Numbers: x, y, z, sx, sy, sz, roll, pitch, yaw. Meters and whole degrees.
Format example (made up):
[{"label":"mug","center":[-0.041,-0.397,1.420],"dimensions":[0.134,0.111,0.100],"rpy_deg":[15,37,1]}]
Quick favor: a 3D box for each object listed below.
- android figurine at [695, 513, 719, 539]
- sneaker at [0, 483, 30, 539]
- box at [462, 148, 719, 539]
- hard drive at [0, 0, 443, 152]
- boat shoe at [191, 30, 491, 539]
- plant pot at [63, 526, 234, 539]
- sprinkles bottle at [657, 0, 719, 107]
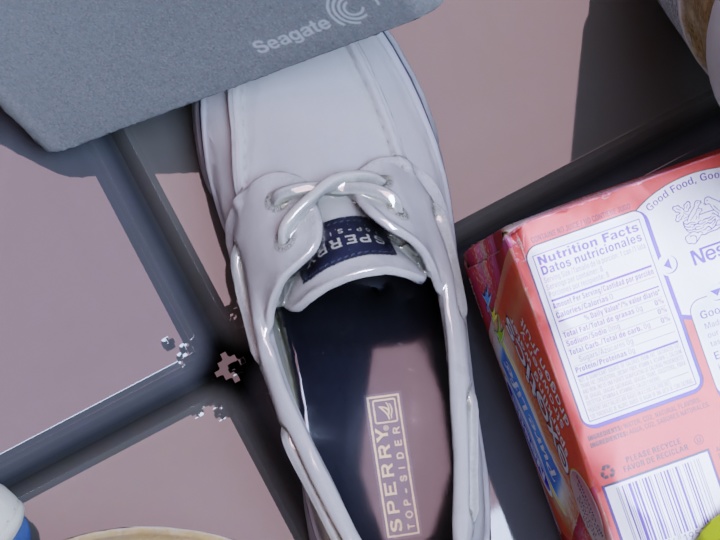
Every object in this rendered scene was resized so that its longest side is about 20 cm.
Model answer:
[{"label":"android figurine","center":[0.148,0.120,0.783],"dimensions":[0.199,0.041,0.183],"rpy_deg":[16,112,-23]},{"label":"sneaker","center":[-0.118,0.162,0.797],"dimensions":[0.111,0.077,0.200],"rpy_deg":[37,59,-16]},{"label":"box","center":[0.139,0.005,0.821],"dimensions":[0.199,0.095,0.100],"rpy_deg":[-20,89,-6]},{"label":"hard drive","center":[-0.086,-0.119,0.775],"dimensions":[0.139,0.200,0.033],"rpy_deg":[-18,45,29]},{"label":"boat shoe","center":[0.000,0.000,0.835],"dimensions":[0.073,0.065,0.201],"rpy_deg":[-17,80,-5]},{"label":"plant pot","center":[-0.051,0.168,0.778],"dimensions":[0.199,0.027,0.201],"rpy_deg":[13,66,-32]},{"label":"sprinkles bottle","center":[0.112,-0.081,0.787],"dimensions":[0.068,0.200,0.069],"rpy_deg":[-1,110,-4]}]
